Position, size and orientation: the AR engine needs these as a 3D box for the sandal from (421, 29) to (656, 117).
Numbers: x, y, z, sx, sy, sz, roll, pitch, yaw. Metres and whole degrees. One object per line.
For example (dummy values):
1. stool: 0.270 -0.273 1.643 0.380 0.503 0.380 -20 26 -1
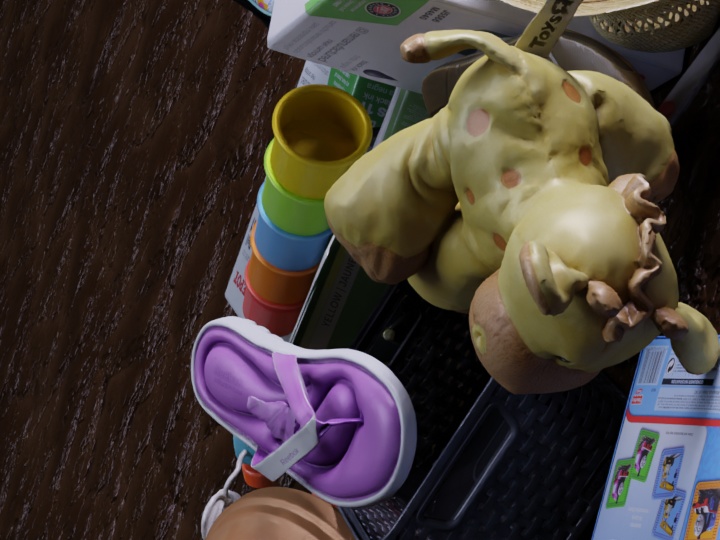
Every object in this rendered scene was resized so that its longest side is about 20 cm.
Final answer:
1. sandal: 0.100 -0.091 1.563 0.200 0.054 0.081 0 110 63

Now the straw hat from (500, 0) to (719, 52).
1. straw hat: 0.156 -0.163 1.548 0.202 0.200 0.085 -97 -12 -52

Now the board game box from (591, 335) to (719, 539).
1. board game box: 0.152 0.130 1.390 0.151 0.036 0.201 175 112 -71

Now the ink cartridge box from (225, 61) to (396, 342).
1. ink cartridge box: -0.012 -0.043 1.977 0.147 0.083 0.201 -134 62 -71

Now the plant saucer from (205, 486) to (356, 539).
1. plant saucer: -0.030 0.218 1.614 0.200 0.037 0.201 27 127 42

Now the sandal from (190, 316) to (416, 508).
1. sandal: -0.041 0.077 1.554 0.202 0.050 0.083 16 108 55

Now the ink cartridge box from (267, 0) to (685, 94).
1. ink cartridge box: 0.068 -0.153 1.645 0.145 0.199 0.085 151 132 -66

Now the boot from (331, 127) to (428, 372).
1. boot: 0.036 -0.008 1.826 0.203 0.073 0.155 6 105 45

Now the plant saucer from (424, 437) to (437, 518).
1. plant saucer: 0.012 0.213 1.722 0.200 0.048 0.201 -120 49 -67

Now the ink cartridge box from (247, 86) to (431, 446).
1. ink cartridge box: 0.000 0.000 1.678 0.200 0.048 0.146 -70 2 -56

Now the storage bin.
1. storage bin: 0.056 0.085 1.589 0.136 0.093 0.200 -56 21 7

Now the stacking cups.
1. stacking cups: -0.036 -0.032 1.789 0.200 0.060 0.061 106 172 -57

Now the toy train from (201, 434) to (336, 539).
1. toy train: -0.024 0.115 1.777 0.200 0.055 0.151 4 -85 -67

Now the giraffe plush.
1. giraffe plush: 0.093 -0.013 1.387 0.201 0.171 0.163 108 149 -47

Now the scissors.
1. scissors: 0.149 -0.074 1.532 0.073 0.014 0.201 11 72 56

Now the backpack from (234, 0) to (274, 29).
1. backpack: 0.006 -0.202 1.807 0.200 0.175 0.154 -122 48 -63
